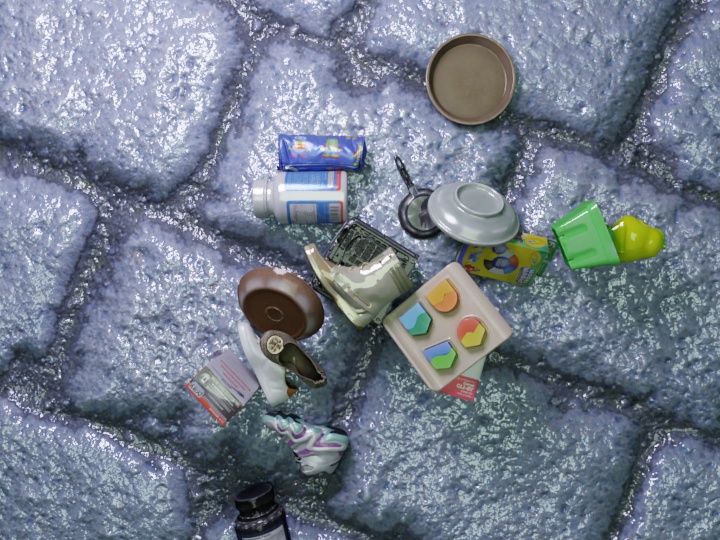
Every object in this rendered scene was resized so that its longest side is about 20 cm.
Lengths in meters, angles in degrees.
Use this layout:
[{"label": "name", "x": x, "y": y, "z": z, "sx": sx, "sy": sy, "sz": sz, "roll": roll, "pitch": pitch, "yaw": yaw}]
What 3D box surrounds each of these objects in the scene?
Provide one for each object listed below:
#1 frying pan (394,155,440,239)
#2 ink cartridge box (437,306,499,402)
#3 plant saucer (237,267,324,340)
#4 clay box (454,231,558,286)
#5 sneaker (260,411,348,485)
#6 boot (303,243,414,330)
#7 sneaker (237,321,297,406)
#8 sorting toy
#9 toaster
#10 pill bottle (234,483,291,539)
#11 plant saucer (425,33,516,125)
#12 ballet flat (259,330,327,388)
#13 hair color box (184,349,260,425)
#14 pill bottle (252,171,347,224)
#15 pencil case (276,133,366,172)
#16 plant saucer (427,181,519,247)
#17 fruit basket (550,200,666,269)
[{"label": "frying pan", "x": 0.138, "y": -0.164, "z": 1.334, "sx": 0.114, "sy": 0.031, "sz": 0.191, "roll": -4, "pitch": 94, "yaw": -1}, {"label": "ink cartridge box", "x": 0.217, "y": 0.158, "z": 1.277, "sx": 0.083, "sy": 0.145, "sz": 0.201, "roll": 16, "pitch": 91, "yaw": 0}, {"label": "plant saucer", "x": -0.175, "y": 0.083, "z": 1.270, "sx": 0.199, "sy": 0.037, "sz": 0.201, "roll": 11, "pitch": 130, "yaw": 13}, {"label": "clay box", "x": 0.312, "y": -0.032, "z": 1.293, "sx": 0.199, "sy": 0.115, "sz": 0.048, "roll": 13, "pitch": 47, "yaw": 1}, {"label": "sneaker", "x": -0.136, "y": 0.397, "z": 1.314, "sx": 0.199, "sy": 0.078, "sz": 0.141, "roll": 18, "pitch": 90, "yaw": 0}, {"label": "boot", "x": -0.004, "y": -0.003, "z": 1.194, "sx": 0.154, "sy": 0.072, "sz": 0.200, "roll": -37, "pitch": 96, "yaw": 1}, {"label": "sneaker", "x": -0.200, "y": 0.192, "z": 1.319, "sx": 0.084, "sy": 0.073, "sz": 0.201, "roll": -25, "pitch": 102, "yaw": -3}, {"label": "sorting toy", "x": 0.168, "y": 0.111, "z": 1.194, "sx": 0.200, "sy": 0.036, "sz": 0.185, "roll": -40, "pitch": 75, "yaw": 10}, {"label": "toaster", "x": 0.000, "y": 0.000, "z": 1.288, "sx": 0.199, "sy": 0.119, "sz": 0.181, "roll": 31, "pitch": 90, "yaw": -1}, {"label": "pill bottle", "x": -0.208, "y": 0.575, "z": 1.300, "sx": 0.111, "sy": 0.112, "sz": 0.201, "roll": -14, "pitch": 90, "yaw": 0}, {"label": "plant saucer", "x": 0.242, "y": -0.419, "z": 1.328, "sx": 0.199, "sy": 0.029, "sz": 0.201, "roll": 0, "pitch": 90, "yaw": 0}, {"label": "ballet flat", "x": -0.135, "y": 0.193, "z": 1.278, "sx": 0.067, "sy": 0.046, "sz": 0.200, "roll": -53, "pitch": 125, "yaw": -16}, {"label": "hair color box", "x": -0.279, "y": 0.237, "z": 1.250, "sx": 0.064, "sy": 0.200, "sz": 0.111, "roll": -43, "pitch": 90, "yaw": 0}, {"label": "pill bottle", "x": -0.126, "y": -0.156, "z": 1.290, "sx": 0.199, "sy": 0.112, "sz": 0.113, "roll": 0, "pitch": 91, "yaw": 0}, {"label": "pencil case", "x": -0.086, "y": -0.252, "z": 1.304, "sx": 0.199, "sy": 0.078, "sz": 0.087, "roll": 1, "pitch": 62, "yaw": 0}, {"label": "plant saucer", "x": 0.242, "y": -0.133, "z": 1.259, "sx": 0.199, "sy": 0.201, "sz": 0.050, "roll": 12, "pitch": 135, "yaw": 0}, {"label": "fruit basket", "x": 0.513, "y": -0.077, "z": 1.246, "sx": 0.215, "sy": 0.216, "sz": 0.156, "roll": -22, "pitch": 91, "yaw": 0}]
